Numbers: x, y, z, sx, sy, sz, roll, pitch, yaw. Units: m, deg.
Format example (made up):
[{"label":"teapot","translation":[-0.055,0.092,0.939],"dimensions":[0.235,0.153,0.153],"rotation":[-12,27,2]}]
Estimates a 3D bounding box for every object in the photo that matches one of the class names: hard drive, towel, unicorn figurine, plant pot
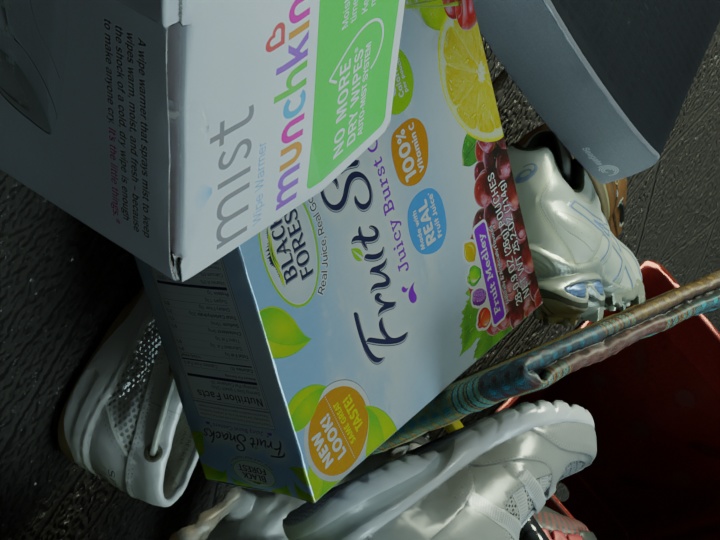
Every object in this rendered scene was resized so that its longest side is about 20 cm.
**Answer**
[{"label":"hard drive","translation":[0.112,-0.146,0.846],"dimensions":[0.200,0.042,0.135],"rotation":[48,62,-43]},{"label":"towel","translation":[0.062,0.054,0.808],"dimensions":[0.146,0.022,0.200],"rotation":[-21,175,-38]},{"label":"unicorn figurine","translation":[-0.057,0.143,0.882],"dimensions":[0.200,0.074,0.137],"rotation":[-30,-179,30]},{"label":"plant pot","translation":[0.161,0.149,1.188],"dimensions":[0.200,0.200,0.176],"rotation":[-40,180,-37]}]

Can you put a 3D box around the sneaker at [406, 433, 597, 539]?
[{"label":"sneaker","translation":[0.049,0.140,1.020],"dimensions":[0.200,0.098,0.071],"rotation":[8,142,-23]}]

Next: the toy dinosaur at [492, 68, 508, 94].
[{"label":"toy dinosaur","translation":[0.055,-0.031,0.975],"dimensions":[0.200,0.060,0.106],"rotation":[73,30,-68]}]

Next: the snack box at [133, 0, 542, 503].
[{"label":"snack box","translation":[-0.014,-0.037,0.703],"dimensions":[0.169,0.068,0.200],"rotation":[-36,120,-41]}]

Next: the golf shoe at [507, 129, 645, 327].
[{"label":"golf shoe","translation":[0.109,-0.025,0.926],"dimensions":[0.200,0.078,0.097],"rotation":[-10,100,-76]}]

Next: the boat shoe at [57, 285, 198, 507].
[{"label":"boat shoe","translation":[-0.054,0.010,0.766],"dimensions":[0.200,0.069,0.071],"rotation":[-62,155,4]}]

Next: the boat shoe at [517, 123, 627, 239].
[{"label":"boat shoe","translation":[0.126,-0.047,1.072],"dimensions":[0.200,0.072,0.068],"rotation":[79,34,-65]}]

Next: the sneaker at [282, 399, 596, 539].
[{"label":"sneaker","translation":[0.048,0.120,0.834],"dimensions":[0.200,0.082,0.075],"rotation":[-19,172,-44]}]

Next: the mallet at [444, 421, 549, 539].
[{"label":"mallet","translation":[0.063,0.106,0.967],"dimensions":[0.041,0.200,0.066],"rotation":[-41,148,11]}]

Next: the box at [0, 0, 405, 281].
[{"label":"box","translation":[-0.078,-0.128,0.428],"dimensions":[0.097,0.176,0.200],"rotation":[-39,148,-38]}]
